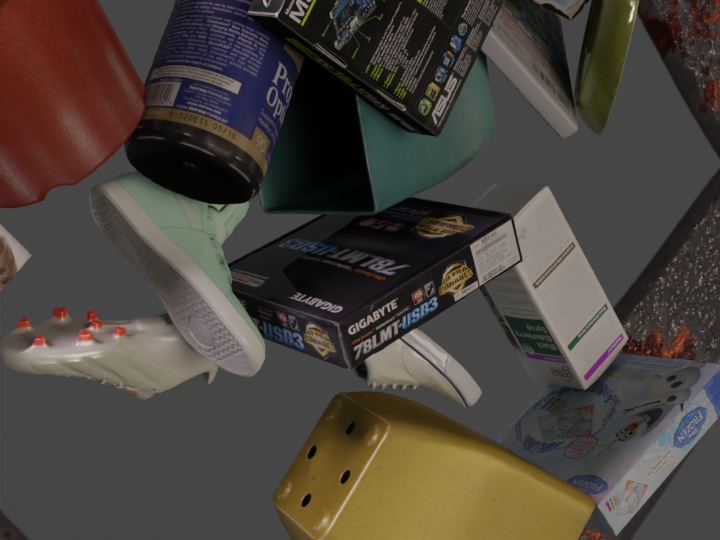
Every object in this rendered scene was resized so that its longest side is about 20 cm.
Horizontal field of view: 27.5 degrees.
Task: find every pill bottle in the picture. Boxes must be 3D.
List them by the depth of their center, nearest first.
[{"bbox_3d":[-0.103,-0.163,1.148,0.112,0.111,0.201,31,67,-34],"label":"pill bottle"}]

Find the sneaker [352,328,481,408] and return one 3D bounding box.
[{"bbox_3d":[0.028,0.079,1.360,0.200,0.073,0.071,38,88,-27],"label":"sneaker"}]

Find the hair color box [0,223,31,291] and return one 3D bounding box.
[{"bbox_3d":[-0.347,-0.044,1.069,0.100,0.060,0.200,-53,122,-20],"label":"hair color box"}]

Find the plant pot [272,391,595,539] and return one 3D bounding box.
[{"bbox_3d":[0.042,0.212,1.294,0.200,0.195,0.195,35,85,-26],"label":"plant pot"}]

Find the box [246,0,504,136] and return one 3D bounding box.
[{"bbox_3d":[0.031,-0.235,1.138,0.193,0.047,0.201,30,82,-37],"label":"box"}]

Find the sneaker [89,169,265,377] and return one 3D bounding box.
[{"bbox_3d":[-0.114,-0.015,1.188,0.118,0.074,0.201,-31,74,-34],"label":"sneaker"}]

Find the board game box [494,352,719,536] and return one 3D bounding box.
[{"bbox_3d":[0.229,0.160,1.425,0.199,0.199,0.044,-41,113,-25],"label":"board game box"}]

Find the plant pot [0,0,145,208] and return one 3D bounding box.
[{"bbox_3d":[-0.264,-0.163,1.049,0.201,0.200,0.196,-48,128,-23],"label":"plant pot"}]

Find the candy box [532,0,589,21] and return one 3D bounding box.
[{"bbox_3d":[0.117,-0.321,1.310,0.199,0.061,0.137,21,40,-26],"label":"candy box"}]

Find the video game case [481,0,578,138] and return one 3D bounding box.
[{"bbox_3d":[0.130,-0.241,1.359,0.200,0.022,0.183,41,31,-31],"label":"video game case"}]

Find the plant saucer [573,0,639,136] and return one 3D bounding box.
[{"bbox_3d":[0.229,-0.227,1.368,0.031,0.200,0.202,11,87,3],"label":"plant saucer"}]

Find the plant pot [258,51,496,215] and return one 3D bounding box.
[{"bbox_3d":[0.019,-0.141,1.287,0.199,0.141,0.142,-21,107,-44],"label":"plant pot"}]

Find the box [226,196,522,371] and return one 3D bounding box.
[{"bbox_3d":[0.000,0.000,1.242,0.198,0.199,0.050,-28,115,-30],"label":"box"}]

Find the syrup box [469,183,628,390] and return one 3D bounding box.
[{"bbox_3d":[0.177,0.017,1.448,0.081,0.079,0.201,-43,118,-25],"label":"syrup box"}]

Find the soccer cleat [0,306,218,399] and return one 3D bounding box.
[{"bbox_3d":[-0.196,0.071,1.190,0.199,0.069,0.078,-5,115,-33],"label":"soccer cleat"}]
